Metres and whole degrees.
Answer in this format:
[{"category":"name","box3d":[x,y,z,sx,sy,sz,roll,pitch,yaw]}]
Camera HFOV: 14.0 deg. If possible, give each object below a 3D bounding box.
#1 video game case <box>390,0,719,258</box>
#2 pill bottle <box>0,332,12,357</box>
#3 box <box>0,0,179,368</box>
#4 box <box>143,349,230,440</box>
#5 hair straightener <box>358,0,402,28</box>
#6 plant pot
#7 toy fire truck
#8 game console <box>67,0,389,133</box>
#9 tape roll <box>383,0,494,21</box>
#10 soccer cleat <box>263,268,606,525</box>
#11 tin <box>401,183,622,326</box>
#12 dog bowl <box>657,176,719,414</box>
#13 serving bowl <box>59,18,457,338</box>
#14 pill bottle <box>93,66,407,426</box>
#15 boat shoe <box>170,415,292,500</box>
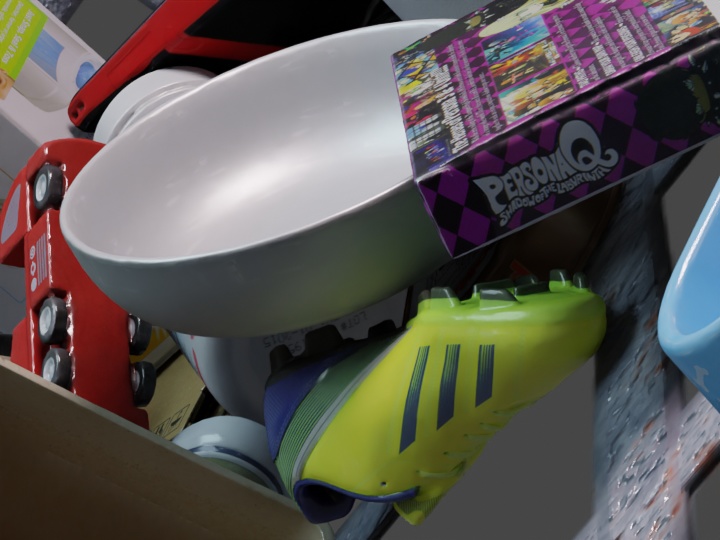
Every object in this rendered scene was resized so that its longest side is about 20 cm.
[{"category":"video game case","box3d":[0.100,-0.080,1.023,0.181,0.036,0.200,-25,15,5]},{"category":"pill bottle","box3d":[-0.184,0.137,1.416,0.112,0.111,0.201,146,125,-63]},{"category":"box","box3d":[-0.162,-0.044,1.494,0.101,0.200,0.113,-41,17,27]},{"category":"box","box3d":[-0.105,0.063,1.506,0.200,0.021,0.164,-35,22,48]},{"category":"hair straightener","box3d":[-0.001,-0.091,1.466,0.077,0.041,0.200,0,-31,-49]},{"category":"plant pot","box3d":[-0.155,0.179,1.200,0.177,0.199,0.200,-61,3,46]},{"category":"toy fire truck","box3d":[-0.144,0.057,1.323,0.141,0.049,0.201,-42,46,50]},{"category":"game console","box3d":[-0.028,-0.121,1.466,0.177,0.031,0.200,-37,-25,34]},{"category":"tape roll","box3d":[0.077,-0.196,1.314,0.203,0.139,0.203,-44,6,6]},{"category":"soccer cleat","box3d":[0.032,0.051,1.115,0.200,0.064,0.084,-21,77,54]},{"category":"tin","box3d":[0.064,-0.026,1.232,0.112,0.042,0.200,-56,10,24]},{"category":"dog bowl","box3d":[0.149,-0.037,0.847,0.200,0.049,0.111,-60,11,-26]},{"category":"serving bowl","box3d":[-0.018,-0.028,1.186,0.199,0.066,0.200,-18,24,8]},{"category":"pill bottle","box3d":[-0.054,-0.017,1.348,0.109,0.109,0.200,-54,36,10]},{"category":"boat shoe","box3d":[-0.083,0.142,1.300,0.200,0.072,0.062,-59,3,43]}]
